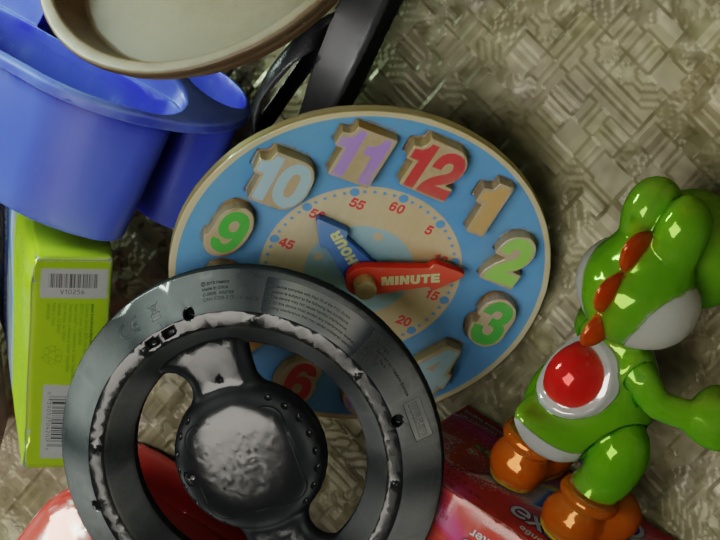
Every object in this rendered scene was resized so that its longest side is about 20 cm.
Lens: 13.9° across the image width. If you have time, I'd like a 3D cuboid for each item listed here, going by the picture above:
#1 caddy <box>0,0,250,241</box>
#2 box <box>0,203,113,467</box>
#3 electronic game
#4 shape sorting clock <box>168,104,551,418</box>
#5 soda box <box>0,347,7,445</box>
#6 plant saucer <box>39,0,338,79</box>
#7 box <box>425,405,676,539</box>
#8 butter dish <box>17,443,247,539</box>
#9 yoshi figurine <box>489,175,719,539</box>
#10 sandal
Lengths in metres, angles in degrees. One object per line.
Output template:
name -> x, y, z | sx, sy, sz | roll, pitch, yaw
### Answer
caddy -> -0.154, -0.098, 1.570 | 0.200, 0.141, 0.105 | 29, 110, 29
box -> -0.169, 0.012, 1.616 | 0.048, 0.200, 0.122 | 1, 112, -11
electronic game -> -0.056, 0.093, 1.516 | 0.199, 0.042, 0.201 | 3, 107, 9
shape sorting clock -> 0.000, 0.000, 1.535 | 0.199, 0.039, 0.200 | -3, 123, -5
soda box -> -0.243, 0.005, 1.690 | 0.063, 0.068, 0.201 | -4, 106, -1
plant saucer -> -0.071, -0.173, 1.510 | 0.200, 0.200, 0.029 | 0, 146, 28
box -> 0.097, 0.172, 1.554 | 0.200, 0.095, 0.100 | 32, 116, 17
butter dish -> -0.141, 0.204, 1.620 | 0.199, 0.148, 0.200 | 31, 89, 30
yoshi figurine -> 0.144, 0.037, 1.496 | 0.112, 0.112, 0.200 | 17, 122, -5
sandal -> -0.018, -0.114, 1.544 | 0.043, 0.076, 0.200 | 29, 106, 5
